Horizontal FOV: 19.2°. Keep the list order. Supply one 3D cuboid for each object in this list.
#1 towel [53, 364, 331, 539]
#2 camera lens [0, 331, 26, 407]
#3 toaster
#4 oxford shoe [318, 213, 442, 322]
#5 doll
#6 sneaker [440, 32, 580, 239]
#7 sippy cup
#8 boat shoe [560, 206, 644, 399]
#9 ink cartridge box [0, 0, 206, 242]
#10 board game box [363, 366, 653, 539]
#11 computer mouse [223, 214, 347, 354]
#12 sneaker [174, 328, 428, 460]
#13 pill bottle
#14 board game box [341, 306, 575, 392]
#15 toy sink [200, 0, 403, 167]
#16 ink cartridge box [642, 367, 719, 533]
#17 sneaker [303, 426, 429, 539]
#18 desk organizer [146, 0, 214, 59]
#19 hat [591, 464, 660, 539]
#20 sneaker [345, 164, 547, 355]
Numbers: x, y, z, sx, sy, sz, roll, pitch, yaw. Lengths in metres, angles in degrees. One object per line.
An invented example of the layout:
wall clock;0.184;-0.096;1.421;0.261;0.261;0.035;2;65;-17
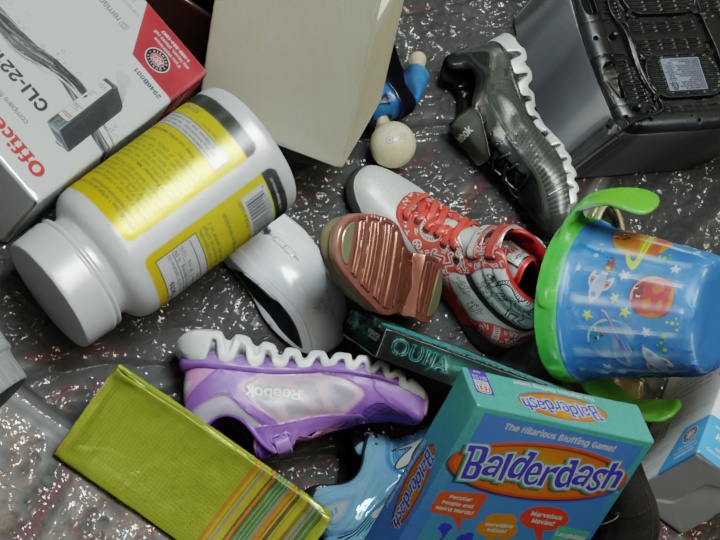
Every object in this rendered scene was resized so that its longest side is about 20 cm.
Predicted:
towel;-0.124;0.160;1.591;0.200;0.018;0.086;36;90;-8
camera lens;-0.348;0.044;1.464;0.200;0.160;0.160;49;55;1
toaster;0.246;-0.185;1.907;0.199;0.119;0.182;-6;70;-30
oxford shoe;0.000;0.000;1.667;0.073;0.200;0.071;9;77;23
doll;-0.007;-0.176;1.813;0.136;0.048;0.201;-19;76;-22
sneaker;0.122;-0.111;1.844;0.090;0.066;0.201;-10;69;-28
sippy cup;0.225;0.030;1.704;0.178;0.130;0.140;47;57;-53
boat shoe;0.209;0.043;1.816;0.073;0.063;0.202;8;64;-24
ink cartridge box;-0.242;-0.140;1.651;0.144;0.084;0.200;48;56;-1
board game box;0.101;0.171;1.564;0.151;0.201;0.045;13;33;-24
computer mouse;-0.074;-0.023;1.710;0.200;0.044;0.110;50;54;1
sneaker;-0.049;0.105;1.635;0.199;0.081;0.089;9;72;-3
pill bottle;-0.157;-0.039;1.611;0.200;0.114;0.114;-37;87;-18
board game box;0.090;0.080;1.671;0.199;0.135;0.028;21;91;-14
toy sink;-0.039;-0.206;1.685;0.130;0.201;0.112;20;44;8
ink cartridge box;0.308;0.110;1.806;0.068;0.115;0.201;34;57;-10
sneaker;0.031;0.146;1.669;0.090;0.078;0.200;46;52;7
desk organizer;-0.117;-0.272;1.782;0.072;0.077;0.201;33;56;-10
hat;0.135;0.185;1.668;0.200;0.201;0.081;9;34;-24
sneaker;0.083;-0.028;1.755;0.202;0.108;0.067;48;55;0
